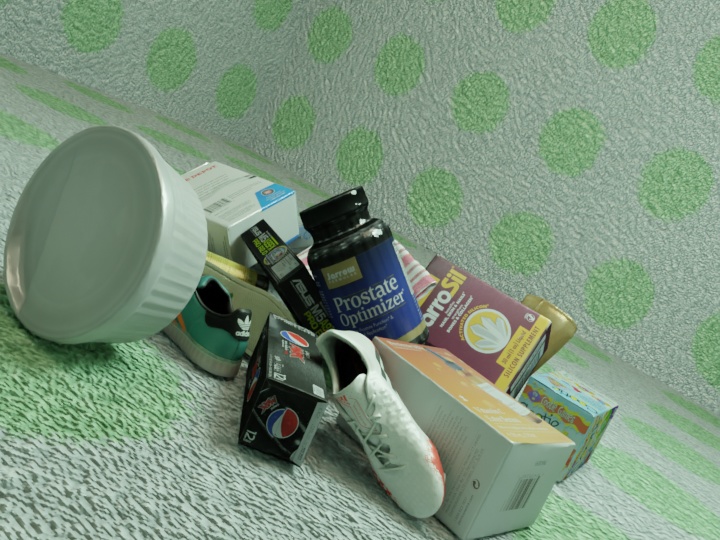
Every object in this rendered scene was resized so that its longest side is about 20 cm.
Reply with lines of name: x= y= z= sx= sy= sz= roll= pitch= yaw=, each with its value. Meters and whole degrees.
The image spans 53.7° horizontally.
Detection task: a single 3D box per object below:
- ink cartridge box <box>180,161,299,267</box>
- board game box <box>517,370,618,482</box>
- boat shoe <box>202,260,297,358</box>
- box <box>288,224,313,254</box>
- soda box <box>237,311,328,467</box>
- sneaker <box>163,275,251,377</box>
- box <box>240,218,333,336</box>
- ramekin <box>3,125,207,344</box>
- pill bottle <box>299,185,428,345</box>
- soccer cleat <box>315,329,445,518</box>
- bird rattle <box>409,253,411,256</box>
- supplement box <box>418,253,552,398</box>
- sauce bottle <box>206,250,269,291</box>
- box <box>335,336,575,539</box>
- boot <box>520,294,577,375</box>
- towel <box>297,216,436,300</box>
ink cartridge box: x=-0.215 y=-0.088 z=1.120 sx=0.197 sy=0.086 sz=0.145 roll=22 pitch=41 yaw=35
board game box: x=0.295 y=0.222 z=1.046 sx=0.104 sy=0.105 sz=0.199 roll=31 pitch=10 yaw=28
boat shoe: x=-0.139 y=0.057 z=0.868 sx=0.198 sy=0.072 sz=0.068 roll=35 pitch=-13 yaw=17
box: x=-0.123 y=-0.043 z=1.236 sx=0.195 sy=0.042 sz=0.155 roll=-7 pitch=-7 yaw=27
soda box: x=-0.078 y=0.111 z=0.713 sx=0.062 sy=0.072 sz=0.200 roll=23 pitch=9 yaw=-10
sneaker: x=-0.190 y=0.034 z=0.795 sx=0.198 sy=0.081 sz=0.071 roll=32 pitch=11 yaw=31
box: x=-0.087 y=0.030 z=0.979 sx=0.162 sy=0.044 sz=0.200 roll=60 pitch=-8 yaw=-29
ramekin: x=-0.234 y=-0.025 z=0.677 sx=0.200 sy=0.205 sz=0.094 roll=31 pitch=0 yaw=30
pill bottle: x=0.000 y=0.008 z=0.864 sx=0.112 sy=0.110 sz=0.204 roll=-80 pitch=148 yaw=-81
soccer cleat: x=0.014 y=0.141 z=0.681 sx=0.085 sy=0.068 sz=0.202 roll=33 pitch=25 yaw=-53
bird rattle: x=0.035 y=0.027 z=1.126 sx=0.160 sy=0.113 sz=0.204 roll=3 pitch=58 yaw=-32
supplement box: x=0.157 y=0.092 z=1.028 sx=0.198 sy=0.132 sz=0.104 roll=31 pitch=-20 yaw=25
sauce bottle: x=-0.221 y=0.000 z=0.951 sx=0.197 sy=0.066 sz=0.065 roll=25 pitch=9 yaw=-17
box: x=0.099 y=0.172 z=0.763 sx=0.199 sy=0.108 sz=0.151 roll=34 pitch=12 yaw=39
boot: x=0.208 y=0.114 z=1.106 sx=0.174 sy=0.200 sz=0.067 roll=37 pitch=-18 yaw=26
towel: x=0.000 y=0.000 z=1.025 sx=0.200 sy=0.145 sz=0.030 roll=48 pitch=-13 yaw=39
